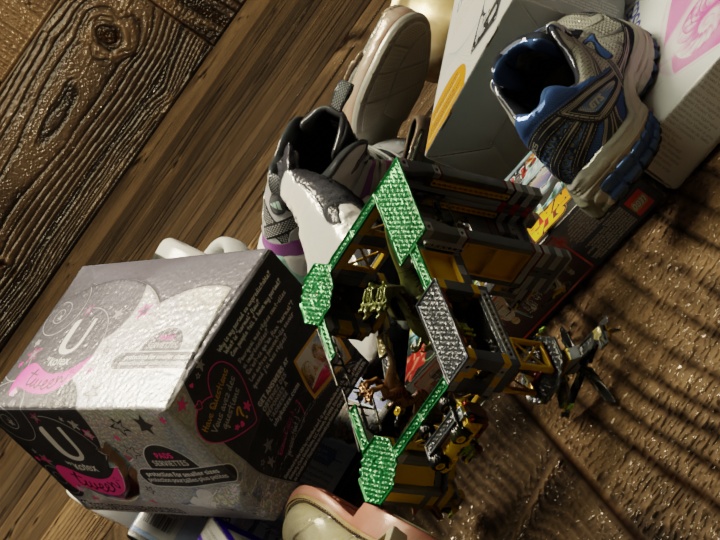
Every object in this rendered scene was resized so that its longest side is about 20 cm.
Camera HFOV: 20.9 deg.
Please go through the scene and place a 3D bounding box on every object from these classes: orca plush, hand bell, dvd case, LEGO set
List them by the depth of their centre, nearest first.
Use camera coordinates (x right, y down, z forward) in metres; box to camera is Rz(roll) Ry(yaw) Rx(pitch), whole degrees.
[{"bbox_3d":[0.060,0.038,1.072,0.154,0.116,0.200,-62,34,28],"label":"LEGO set"},{"bbox_3d":[-0.055,0.119,1.298,0.142,0.018,0.200,21,74,39],"label":"dvd case"},{"bbox_3d":[0.000,0.000,1.314,0.200,0.071,0.105,48,123,51],"label":"orca plush"},{"bbox_3d":[0.111,-0.189,1.517,0.104,0.104,0.200,-57,27,-6],"label":"hand bell"}]

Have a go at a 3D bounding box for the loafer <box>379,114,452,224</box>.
[{"bbox_3d":[0.018,-0.022,1.437,0.200,0.063,0.072,-59,15,-14],"label":"loafer"}]

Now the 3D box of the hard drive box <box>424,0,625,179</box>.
[{"bbox_3d":[0.117,-0.179,1.316,0.156,0.077,0.200,119,168,-44],"label":"hard drive box"}]

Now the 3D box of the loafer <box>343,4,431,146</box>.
[{"bbox_3d":[0.002,-0.130,1.575,0.072,0.063,0.200,-21,-42,-39],"label":"loafer"}]

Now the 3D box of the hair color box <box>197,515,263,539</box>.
[{"bbox_3d":[-0.105,0.259,1.175,0.200,0.065,0.109,-62,16,0],"label":"hair color box"}]

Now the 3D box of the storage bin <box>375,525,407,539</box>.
[{"bbox_3d":[-0.027,0.257,0.891,0.199,0.094,0.200,-43,19,40],"label":"storage bin"}]

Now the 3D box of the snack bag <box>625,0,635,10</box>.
[{"bbox_3d":[0.228,-0.249,1.346,0.200,0.021,0.189,-33,26,57],"label":"snack bag"}]

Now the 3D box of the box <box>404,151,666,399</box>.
[{"bbox_3d":[0.104,-0.019,1.195,0.200,0.040,0.137,-48,17,25],"label":"box"}]

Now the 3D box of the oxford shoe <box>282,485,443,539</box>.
[{"bbox_3d":[-0.010,0.168,1.091,0.074,0.071,0.200,-63,14,-11],"label":"oxford shoe"}]

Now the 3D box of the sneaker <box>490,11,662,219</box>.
[{"bbox_3d":[0.118,-0.112,1.106,0.077,0.085,0.200,-49,17,21],"label":"sneaker"}]

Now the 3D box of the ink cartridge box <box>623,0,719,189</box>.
[{"bbox_3d":[0.225,-0.167,1.130,0.200,0.043,0.197,-51,14,25],"label":"ink cartridge box"}]

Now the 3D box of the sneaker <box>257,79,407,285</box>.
[{"bbox_3d":[-0.006,-0.087,1.464,0.200,0.078,0.140,-46,-35,-46],"label":"sneaker"}]

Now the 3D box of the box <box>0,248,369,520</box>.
[{"bbox_3d":[-0.121,0.074,1.239,0.200,0.115,0.132,-5,44,48],"label":"box"}]

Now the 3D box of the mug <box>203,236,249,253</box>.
[{"bbox_3d":[-0.139,0.067,1.568,0.200,0.147,0.175,-64,15,7],"label":"mug"}]

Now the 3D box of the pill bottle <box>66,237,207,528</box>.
[{"bbox_3d":[-0.136,0.087,1.422,0.200,0.111,0.111,-65,14,-2],"label":"pill bottle"}]
